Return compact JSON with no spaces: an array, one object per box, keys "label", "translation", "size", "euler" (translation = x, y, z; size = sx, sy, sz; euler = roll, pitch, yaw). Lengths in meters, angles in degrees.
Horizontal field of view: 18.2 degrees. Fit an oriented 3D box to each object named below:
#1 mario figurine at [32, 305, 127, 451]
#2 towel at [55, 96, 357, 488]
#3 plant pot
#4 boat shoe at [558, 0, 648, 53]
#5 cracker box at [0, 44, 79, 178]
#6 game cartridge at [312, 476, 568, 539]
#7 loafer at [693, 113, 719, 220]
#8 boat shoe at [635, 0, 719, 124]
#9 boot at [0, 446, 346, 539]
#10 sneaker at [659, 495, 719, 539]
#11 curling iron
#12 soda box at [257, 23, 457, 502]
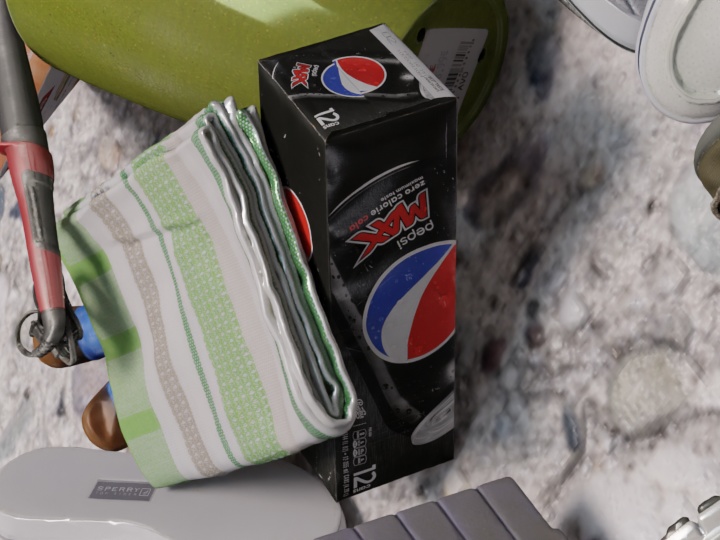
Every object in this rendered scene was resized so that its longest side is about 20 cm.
[{"label":"mario figurine","translation":[-0.100,0.032,1.120],"size":[0.200,0.123,0.107],"euler":[-30,39,48]},{"label":"towel","translation":[-0.078,0.020,1.006],"size":[0.200,0.030,0.150],"euler":[-24,84,58]},{"label":"plant pot","translation":[-0.033,-0.135,1.051],"size":[0.199,0.186,0.188],"euler":[33,107,30]},{"label":"boat shoe","translation":[0.087,-0.154,0.985],"size":[0.071,0.071,0.201],"euler":[107,146,-44]},{"label":"cracker box","translation":[-0.168,-0.144,1.212],"size":[0.135,0.057,0.200],"euler":[-60,4,22]},{"label":"game cartridge","translation":[0.062,0.172,0.862],"size":[0.200,0.129,0.039],"euler":[52,137,34]},{"label":"loafer","translation":[0.199,-0.030,0.799],"size":[0.199,0.075,0.070],"euler":[-6,72,50]},{"label":"boat shoe","translation":[0.174,-0.119,0.835],"size":[0.202,0.075,0.086],"euler":[-43,11,29]},{"label":"boot","translation":[-0.088,0.145,1.122],"size":[0.198,0.096,0.074],"euler":[6,43,28]},{"label":"sneaker","translation":[0.126,0.142,0.808],"size":[0.199,0.078,0.091],"euler":[-34,67,-2]},{"label":"curling iron","translation":[-0.163,-0.050,1.074],"size":[0.050,0.025,0.202],"euler":[-32,66,58]},{"label":"soda box","translation":[0.000,0.000,0.973],"size":[0.071,0.063,0.201],"euler":[50,151,45]}]
